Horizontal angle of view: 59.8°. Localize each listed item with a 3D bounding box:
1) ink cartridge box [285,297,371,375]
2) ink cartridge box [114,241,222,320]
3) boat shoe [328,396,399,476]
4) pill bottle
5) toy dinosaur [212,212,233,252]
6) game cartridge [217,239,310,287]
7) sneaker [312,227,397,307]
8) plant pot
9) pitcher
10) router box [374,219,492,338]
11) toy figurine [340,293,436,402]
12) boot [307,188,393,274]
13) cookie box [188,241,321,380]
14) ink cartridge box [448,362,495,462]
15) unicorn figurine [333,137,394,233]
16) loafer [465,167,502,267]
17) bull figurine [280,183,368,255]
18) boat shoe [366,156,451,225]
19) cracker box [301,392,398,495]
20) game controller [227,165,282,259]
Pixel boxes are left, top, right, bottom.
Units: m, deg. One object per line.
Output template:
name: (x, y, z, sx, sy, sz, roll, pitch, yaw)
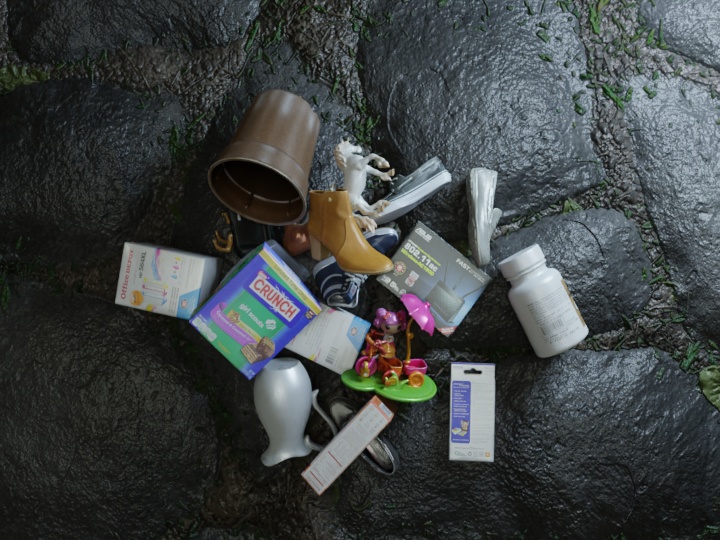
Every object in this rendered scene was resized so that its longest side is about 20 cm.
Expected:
ink cartridge box: (-0.089, 0.123, 1.306, 0.196, 0.068, 0.117, 25, 93, 3)
ink cartridge box: (-0.406, 0.019, 1.301, 0.195, 0.125, 0.132, 11, 92, 4)
boat shoe: (0.008, 0.344, 1.307, 0.067, 0.057, 0.200, -44, 88, 4)
pill bottle: (0.359, 0.058, 1.247, 0.113, 0.114, 0.203, -27, 89, 4)
toy dinosaur: (-0.252, -0.065, 1.321, 0.104, 0.060, 0.205, -14, 90, 3)
game cartridge: (-0.214, 0.037, 1.298, 0.200, 0.041, 0.133, -45, 127, 3)
sneaker: (0.000, 0.000, 1.274, 0.197, 0.070, 0.110, -29, 50, 10)
plant pot: (-0.173, -0.228, 1.232, 0.195, 0.202, 0.202, 14, 61, 4)
pitcher: (-0.133, 0.287, 1.296, 0.167, 0.121, 0.205, -6, 101, -9)
router box: (0.149, 0.018, 1.289, 0.199, 0.062, 0.151, 37, 92, 3)
toy figurine: (0.069, 0.137, 1.226, 0.195, 0.150, 0.189, 6, 106, -11)
boot: (-0.024, -0.080, 1.200, 0.198, 0.070, 0.148, 14, 114, 31)
cookie box: (-0.201, 0.078, 1.217, 0.200, 0.075, 0.171, -43, 107, 2)
ink cartridge box: (0.230, 0.291, 1.300, 0.092, 0.037, 0.206, 1, 93, 5)
unicorn figurine: (-0.002, -0.185, 1.250, 0.134, 0.074, 0.205, 10, 76, 22)
loafer: (0.254, -0.109, 1.270, 0.068, 0.070, 0.206, 0, 83, -3)
bull figurine: (-0.075, -0.103, 1.305, 0.195, 0.065, 0.124, -18, 82, -1)
boat shoe: (0.091, -0.164, 1.296, 0.197, 0.072, 0.072, -30, 81, -7)
cracker box: (-0.017, 0.331, 1.222, 0.058, 0.134, 0.200, 44, 97, 8)
game controller: (-0.225, -0.123, 1.310, 0.102, 0.042, 0.205, -10, 84, -16)
